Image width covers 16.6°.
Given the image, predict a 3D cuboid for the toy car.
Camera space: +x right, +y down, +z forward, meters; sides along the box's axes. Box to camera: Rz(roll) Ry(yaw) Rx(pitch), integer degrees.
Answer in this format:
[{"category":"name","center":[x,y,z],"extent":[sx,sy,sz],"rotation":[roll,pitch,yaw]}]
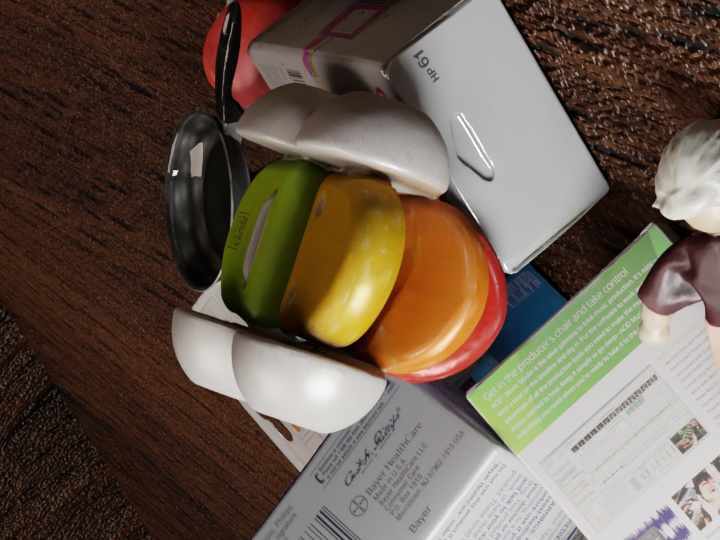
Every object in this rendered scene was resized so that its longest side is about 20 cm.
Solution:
[{"category":"toy car","center":[0.000,0.000,1.330],"extent":[0.150,0.175,0.200],"rotation":[18,179,-26]}]

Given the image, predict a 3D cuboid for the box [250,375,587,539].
[{"category":"box","center":[0.043,0.173,1.445],"extent":[0.105,0.184,0.200],"rotation":[39,-176,38]}]

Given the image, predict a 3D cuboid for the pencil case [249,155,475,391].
[{"category":"pencil case","center":[-0.010,0.017,1.625],"extent":[0.200,0.092,0.085],"rotation":[55,-159,0]}]

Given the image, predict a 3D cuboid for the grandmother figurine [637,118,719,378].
[{"category":"grandmother figurine","center":[0.193,0.016,1.229],"extent":[0.061,0.121,0.200],"rotation":[-66,-41,-57]}]

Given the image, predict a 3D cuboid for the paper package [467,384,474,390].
[{"category":"paper package","center":[0.093,0.175,1.644],"extent":[0.200,0.191,0.104],"rotation":[40,165,43]}]

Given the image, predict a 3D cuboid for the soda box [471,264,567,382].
[{"category":"soda box","center":[0.147,0.091,1.540],"extent":[0.200,0.064,0.068],"rotation":[46,164,23]}]

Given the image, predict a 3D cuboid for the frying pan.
[{"category":"frying pan","center":[-0.092,-0.081,1.528],"extent":[0.115,0.031,0.190],"rotation":[-148,60,-61]}]

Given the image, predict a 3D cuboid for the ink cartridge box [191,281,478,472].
[{"category":"ink cartridge box","center":[-0.025,0.048,1.576],"extent":[0.160,0.047,0.200],"rotation":[49,149,6]}]

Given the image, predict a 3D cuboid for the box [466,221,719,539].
[{"category":"box","center":[0.174,0.094,1.327],"extent":[0.200,0.144,0.036],"rotation":[50,-165,9]}]

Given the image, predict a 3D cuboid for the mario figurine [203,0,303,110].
[{"category":"mario figurine","center":[-0.037,-0.138,1.593],"extent":[0.123,0.106,0.200],"rotation":[14,172,3]}]

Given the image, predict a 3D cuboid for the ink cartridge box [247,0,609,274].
[{"category":"ink cartridge box","center":[0.036,-0.089,1.421],"extent":[0.145,0.085,0.200],"rotation":[57,165,-21]}]
